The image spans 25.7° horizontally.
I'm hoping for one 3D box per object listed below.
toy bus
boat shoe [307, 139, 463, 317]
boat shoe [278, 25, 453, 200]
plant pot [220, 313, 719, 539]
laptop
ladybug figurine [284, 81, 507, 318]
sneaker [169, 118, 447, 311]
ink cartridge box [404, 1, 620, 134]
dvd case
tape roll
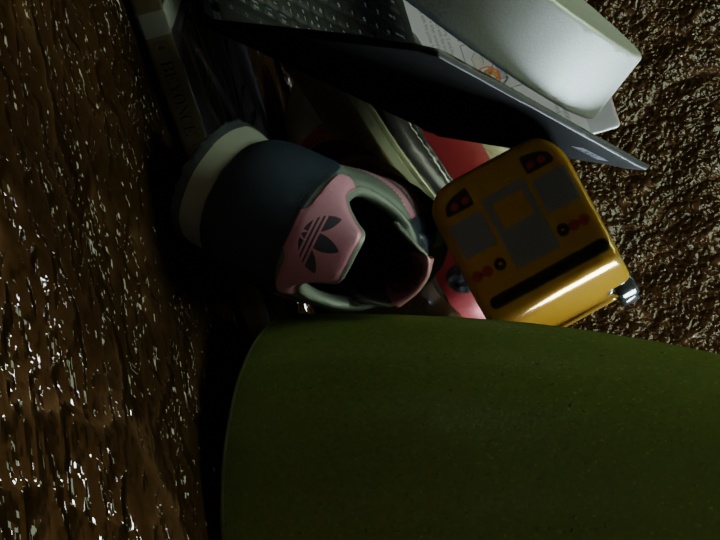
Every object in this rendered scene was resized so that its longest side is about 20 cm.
[{"bbox_3d":[0.086,-0.007,0.750,0.078,0.065,0.200,61,7,7],"label":"toy bus"},{"bbox_3d":[0.000,0.000,0.804,0.070,0.070,0.200,40,-16,37],"label":"boat shoe"},{"bbox_3d":[0.004,-0.104,0.822,0.200,0.065,0.072,54,-11,8],"label":"boat shoe"},{"bbox_3d":[0.075,0.098,0.619,0.187,0.199,0.188,-8,90,-70],"label":"plant pot"},{"bbox_3d":[0.015,-0.129,0.695,0.177,0.103,0.200,19,49,-52],"label":"laptop"},{"bbox_3d":[0.026,-0.042,0.902,0.200,0.136,0.072,50,44,5],"label":"ladybug figurine"},{"bbox_3d":[0.002,-0.005,0.664,0.200,0.082,0.070,9,109,-62],"label":"sneaker"},{"bbox_3d":[0.044,-0.153,0.960,0.045,0.176,0.200,-89,160,-74],"label":"ink cartridge box"},{"bbox_3d":[-0.060,-0.067,0.727,0.149,0.016,0.200,-90,165,-58],"label":"dvd case"},{"bbox_3d":[0.035,-0.143,0.696,0.203,0.037,0.203,35,16,-12],"label":"tape roll"}]
